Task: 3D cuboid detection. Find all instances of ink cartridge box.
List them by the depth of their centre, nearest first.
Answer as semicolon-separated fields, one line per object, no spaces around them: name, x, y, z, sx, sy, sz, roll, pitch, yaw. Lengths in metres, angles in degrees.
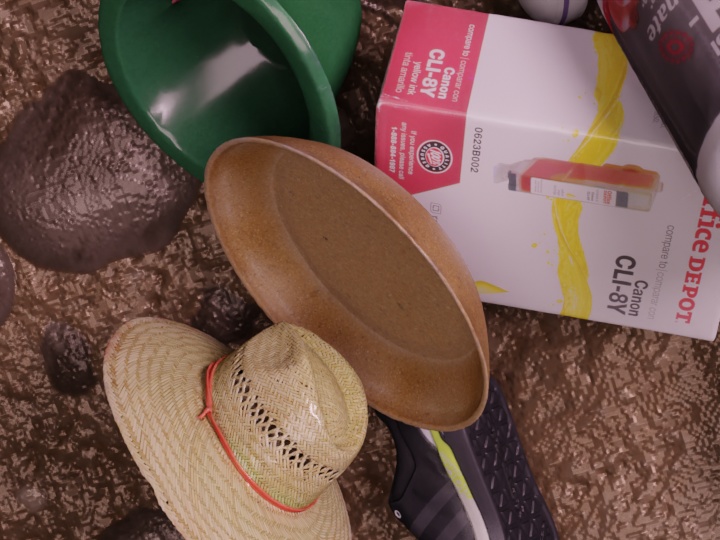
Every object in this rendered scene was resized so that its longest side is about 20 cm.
ink cartridge box;0.110;-0.052;0.998;0.198;0.084;0.146;9;139;6

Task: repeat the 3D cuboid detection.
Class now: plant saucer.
plant saucer;0.000;0.000;0.994;0.201;0.200;0.035;49;64;-5

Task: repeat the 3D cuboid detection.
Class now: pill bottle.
pill bottle;0.194;-0.089;0.866;0.109;0.201;0.111;-13;142;-11

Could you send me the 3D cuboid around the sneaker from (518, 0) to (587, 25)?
sneaker;0.047;-0.204;0.973;0.113;0.073;0.202;-28;119;-9

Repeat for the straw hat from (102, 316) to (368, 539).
straw hat;-0.043;0.081;1.028;0.085;0.201;0.201;-42;95;23

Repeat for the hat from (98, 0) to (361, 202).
hat;-0.026;-0.157;1.057;0.199;0.176;0.167;-7;122;48

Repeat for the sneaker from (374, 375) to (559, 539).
sneaker;0.061;0.144;1.111;0.082;0.072;0.202;-7;104;36
